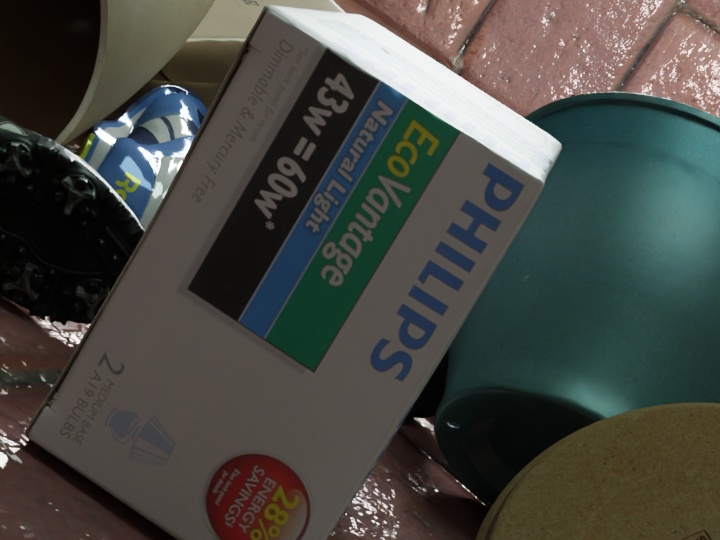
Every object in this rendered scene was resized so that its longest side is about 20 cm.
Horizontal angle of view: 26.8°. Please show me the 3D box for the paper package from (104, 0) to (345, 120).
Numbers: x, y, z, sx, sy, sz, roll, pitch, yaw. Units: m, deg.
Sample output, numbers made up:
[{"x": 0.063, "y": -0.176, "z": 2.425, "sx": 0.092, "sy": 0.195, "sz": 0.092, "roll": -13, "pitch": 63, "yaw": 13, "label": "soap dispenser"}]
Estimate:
[{"x": -0.105, "y": -0.151, "z": 1.078, "sx": 0.190, "sy": 0.104, "sz": 0.200, "roll": 0, "pitch": 29, "yaw": -25, "label": "paper package"}]

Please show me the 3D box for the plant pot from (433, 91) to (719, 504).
[{"x": 0.136, "y": 0.039, "z": 0.838, "sx": 0.199, "sy": 0.200, "sz": 0.188, "roll": 32, "pitch": 57, "yaw": -6, "label": "plant pot"}]

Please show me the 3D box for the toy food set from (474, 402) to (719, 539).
[{"x": 0.142, "y": 0.135, "z": 0.631, "sx": 0.200, "sy": 0.198, "sz": 0.049, "roll": 39, "pitch": -25, "yaw": 43, "label": "toy food set"}]

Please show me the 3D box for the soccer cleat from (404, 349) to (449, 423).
[{"x": 0.000, "y": 0.000, "z": 0.864, "sx": 0.087, "sy": 0.070, "sz": 0.200, "roll": -99, "pitch": 163, "yaw": -54, "label": "soccer cleat"}]

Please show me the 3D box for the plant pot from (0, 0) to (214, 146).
[{"x": -0.162, "y": -0.166, "z": 0.827, "sx": 0.187, "sy": 0.188, "sz": 0.200, "roll": 36, "pitch": 28, "yaw": 10, "label": "plant pot"}]

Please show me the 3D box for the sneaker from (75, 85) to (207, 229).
[{"x": -0.119, "y": -0.052, "z": 0.891, "sx": 0.082, "sy": 0.074, "sz": 0.200, "roll": 32, "pitch": 22, "yaw": -2, "label": "sneaker"}]

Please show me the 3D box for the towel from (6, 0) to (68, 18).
[{"x": -0.267, "y": -0.213, "z": 0.948, "sx": 0.149, "sy": 0.031, "sz": 0.200, "roll": 25, "pitch": 18, "yaw": -47, "label": "towel"}]

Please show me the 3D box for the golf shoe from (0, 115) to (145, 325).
[{"x": -0.178, "y": -0.048, "z": 0.713, "sx": 0.199, "sy": 0.078, "sz": 0.095, "roll": 33, "pitch": 13, "yaw": -9, "label": "golf shoe"}]

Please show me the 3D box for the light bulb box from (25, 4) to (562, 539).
[{"x": -0.016, "y": 0.002, "z": 0.651, "sx": 0.124, "sy": 0.199, "sz": 0.200, "roll": 32, "pitch": 12, "yaw": 4, "label": "light bulb box"}]

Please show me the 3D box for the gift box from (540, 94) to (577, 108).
[{"x": 0.191, "y": -0.037, "z": 1.327, "sx": 0.186, "sy": 0.185, "sz": 0.200, "roll": 38, "pitch": 7, "yaw": 10, "label": "gift box"}]
